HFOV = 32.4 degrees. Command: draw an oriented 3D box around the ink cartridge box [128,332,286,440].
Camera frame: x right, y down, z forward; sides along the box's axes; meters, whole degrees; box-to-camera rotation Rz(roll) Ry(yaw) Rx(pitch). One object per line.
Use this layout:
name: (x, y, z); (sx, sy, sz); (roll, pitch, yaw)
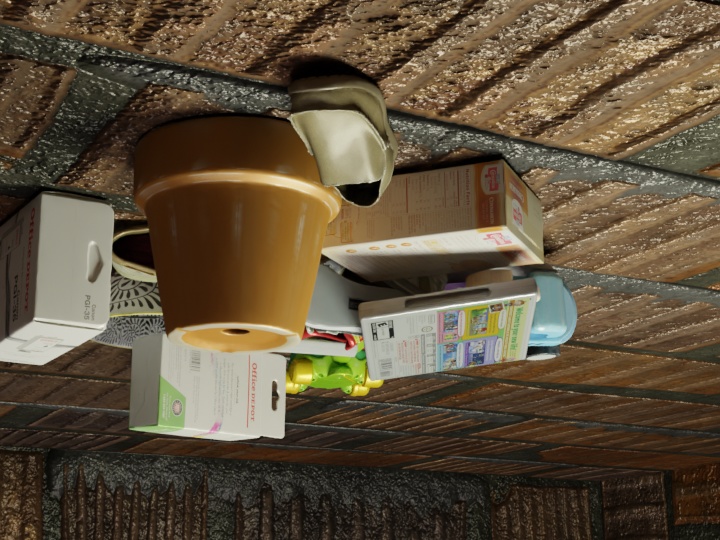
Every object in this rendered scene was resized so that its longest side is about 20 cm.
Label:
ink cartridge box: (-0.189, 0.151, 1.562); (0.200, 0.117, 0.067); (15, 159, -42)

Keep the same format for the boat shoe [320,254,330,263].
boat shoe: (-0.124, -0.044, 1.327); (0.200, 0.067, 0.057); (8, 179, -24)

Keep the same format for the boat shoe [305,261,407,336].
boat shoe: (-0.035, 0.034, 1.345); (0.199, 0.074, 0.068); (10, 164, -38)

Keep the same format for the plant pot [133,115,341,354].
plant pot: (-0.116, -0.023, 1.170); (0.200, 0.184, 0.200); (0, 164, 0)

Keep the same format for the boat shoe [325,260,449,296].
boat shoe: (0.000, 0.001, 1.424); (0.202, 0.065, 0.074); (17, 155, -6)

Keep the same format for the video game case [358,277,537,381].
video game case: (0.093, 0.067, 1.333); (0.182, 0.022, 0.200); (-8, 156, 0)

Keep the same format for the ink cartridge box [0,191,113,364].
ink cartridge box: (-0.347, 0.011, 1.356); (0.083, 0.147, 0.200); (9, 161, -31)

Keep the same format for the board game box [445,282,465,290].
board game box: (0.080, 0.046, 1.604); (0.200, 0.032, 0.120); (-3, 167, 10)

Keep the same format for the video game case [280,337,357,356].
video game case: (-0.132, 0.083, 1.687); (0.182, 0.023, 0.200); (15, -177, 36)

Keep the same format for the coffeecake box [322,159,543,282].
coffeecake box: (0.075, -0.047, 1.288); (0.200, 0.073, 0.153); (-6, 165, 21)

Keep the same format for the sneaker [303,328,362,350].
sneaker: (0.005, 0.062, 1.515); (0.200, 0.085, 0.077); (0, 133, 9)

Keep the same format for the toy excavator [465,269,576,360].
toy excavator: (0.181, 0.036, 1.422); (0.194, 0.100, 0.200); (2, 165, -21)

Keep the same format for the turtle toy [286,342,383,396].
turtle toy: (-0.039, 0.124, 1.843); (0.145, 0.101, 0.200); (4, 163, -16)

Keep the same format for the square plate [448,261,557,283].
square plate: (0.105, -0.002, 1.533); (0.198, 0.029, 0.200); (12, 160, -35)

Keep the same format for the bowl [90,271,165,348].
bowl: (-0.244, 0.034, 1.533); (0.200, 0.094, 0.201); (-1, 165, 0)

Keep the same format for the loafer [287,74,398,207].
loafer: (-0.008, -0.110, 1.075); (0.076, 0.068, 0.200); (-6, 164, 18)

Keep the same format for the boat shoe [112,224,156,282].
boat shoe: (-0.189, -0.016, 1.397); (0.200, 0.074, 0.066); (-1, 170, 4)
